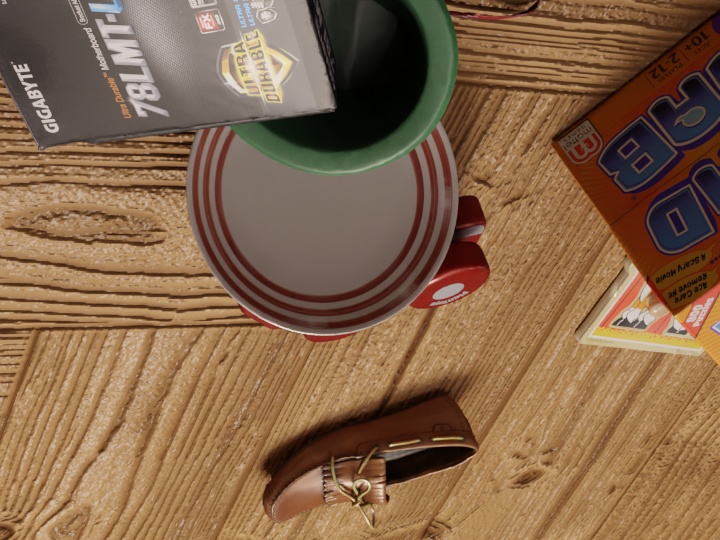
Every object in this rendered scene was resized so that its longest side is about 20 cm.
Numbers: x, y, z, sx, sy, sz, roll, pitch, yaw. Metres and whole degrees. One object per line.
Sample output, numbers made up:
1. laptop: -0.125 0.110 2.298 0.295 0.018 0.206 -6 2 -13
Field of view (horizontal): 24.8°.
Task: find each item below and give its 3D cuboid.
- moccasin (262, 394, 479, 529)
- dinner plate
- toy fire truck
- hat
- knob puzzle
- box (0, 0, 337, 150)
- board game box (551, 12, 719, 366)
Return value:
1. moccasin: 0.009 0.181 1.470 0.201 0.078 0.074 -16 140 -17
2. dinner plate: -0.026 -0.055 1.137 0.200 0.201 0.024 -13 -178 -20
3. toy fire truck: 0.000 0.000 1.251 0.200 0.112 0.168 -17 159 -15
4. hat: -0.005 -0.167 1.122 0.200 0.176 0.166 39 113 -11
5. knob puzzle: 0.319 0.008 1.517 0.219 0.030 0.220 -18 140 -15
6. box: -0.128 -0.162 0.966 0.198 0.050 0.200 -8 141 7
7. board game box: 0.314 -0.053 1.307 0.200 0.200 0.200 -38 142 11
